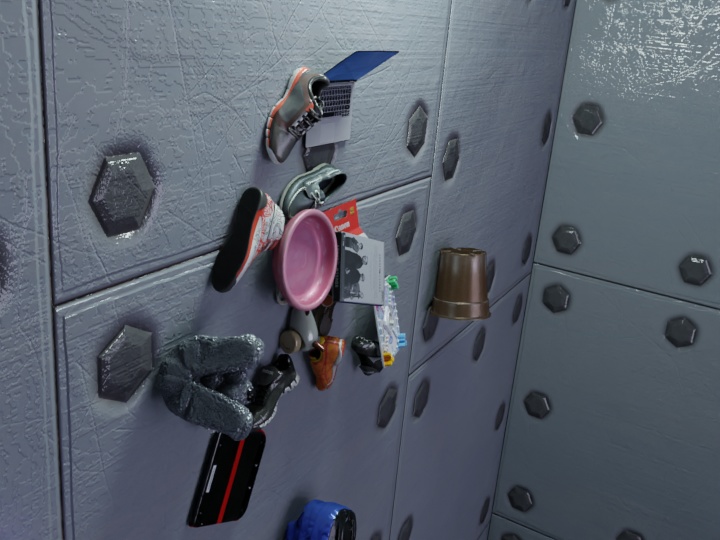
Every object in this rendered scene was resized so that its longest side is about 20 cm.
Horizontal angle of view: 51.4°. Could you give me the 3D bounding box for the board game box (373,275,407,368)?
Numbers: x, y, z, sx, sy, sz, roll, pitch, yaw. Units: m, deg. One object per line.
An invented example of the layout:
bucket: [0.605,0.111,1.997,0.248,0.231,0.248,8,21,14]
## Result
board game box: [0.079,0.130,1.980,0.200,0.025,0.206,-34,117,-71]

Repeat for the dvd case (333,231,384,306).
dvd case: [0.000,0.000,1.705,0.198,0.024,0.155,10,79,-60]

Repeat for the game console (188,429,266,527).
game console: [-0.272,0.422,1.545,0.176,0.030,0.205,21,83,-59]

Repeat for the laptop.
laptop: [-0.018,-0.356,1.550,0.186,0.113,0.206,-25,125,-57]

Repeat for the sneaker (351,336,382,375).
sneaker: [0.025,0.230,1.971,0.199,0.065,0.093,29,75,-65]

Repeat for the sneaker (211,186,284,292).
sneaker: [-0.202,-0.042,1.398,0.108,0.066,0.206,39,65,-59]

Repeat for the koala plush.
koala plush: [-0.258,0.207,1.351,0.200,0.178,0.183,82,16,-76]

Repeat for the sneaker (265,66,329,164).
sneaker: [-0.116,-0.295,1.423,0.077,0.080,0.205,40,67,-61]

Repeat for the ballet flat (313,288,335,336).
ballet flat: [-0.072,0.059,1.743,0.067,0.045,0.204,44,58,-49]

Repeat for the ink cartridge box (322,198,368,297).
ink cartridge box: [-0.021,-0.050,1.733,0.160,0.049,0.206,-29,118,-56]

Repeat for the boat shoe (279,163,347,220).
boat shoe: [-0.097,-0.163,1.551,0.200,0.060,0.074,-45,143,-45]

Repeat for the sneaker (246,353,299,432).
sneaker: [-0.195,0.247,1.566,0.200,0.065,0.093,-50,142,-48]

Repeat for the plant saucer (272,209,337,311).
plant saucer: [-0.117,-0.022,1.520,0.199,0.050,0.207,-18,111,-59]

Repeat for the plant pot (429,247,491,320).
plant pot: [0.320,0.037,2.357,0.199,0.196,0.204,-14,109,-60]

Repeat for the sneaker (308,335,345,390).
sneaker: [-0.086,0.212,1.752,0.202,0.075,0.074,106,-4,-48]

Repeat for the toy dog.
toy dog: [-0.109,0.098,1.621,0.132,0.094,0.205,-40,137,-49]

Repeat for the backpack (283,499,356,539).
backpack: [-0.106,0.669,1.840,0.162,0.164,0.205,42,62,-64]
